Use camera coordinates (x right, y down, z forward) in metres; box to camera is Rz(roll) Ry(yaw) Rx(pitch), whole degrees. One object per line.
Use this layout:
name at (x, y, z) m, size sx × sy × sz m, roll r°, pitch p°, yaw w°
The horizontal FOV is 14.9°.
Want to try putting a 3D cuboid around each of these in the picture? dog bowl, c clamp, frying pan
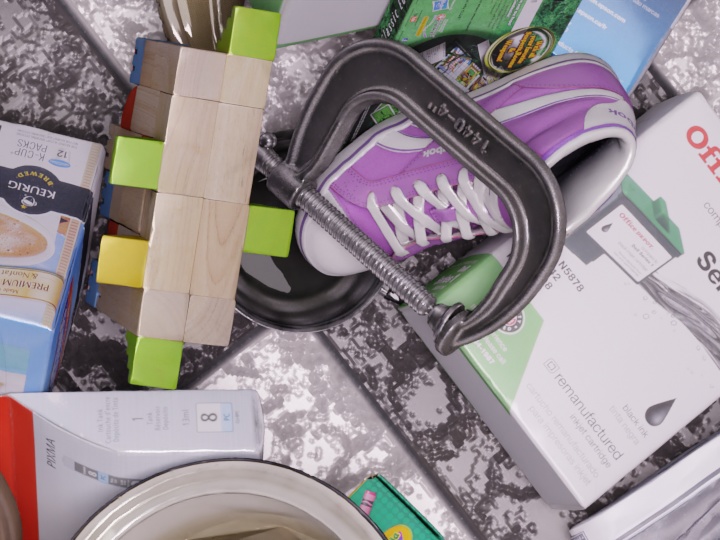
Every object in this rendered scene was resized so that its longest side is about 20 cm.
dog bowl at (-0.063, 0.200, 1.394) m, size 0.200 × 0.074 × 0.200 m, roll -3°, pitch 71°, yaw 8°
c clamp at (0.016, -0.029, 1.467) m, size 0.200 × 0.027 × 0.171 m, roll 37°, pitch 112°, yaw 26°
frying pan at (0.000, -0.017, 1.564) m, size 0.190 × 0.031 × 0.115 m, roll 7°, pitch 85°, yaw -14°

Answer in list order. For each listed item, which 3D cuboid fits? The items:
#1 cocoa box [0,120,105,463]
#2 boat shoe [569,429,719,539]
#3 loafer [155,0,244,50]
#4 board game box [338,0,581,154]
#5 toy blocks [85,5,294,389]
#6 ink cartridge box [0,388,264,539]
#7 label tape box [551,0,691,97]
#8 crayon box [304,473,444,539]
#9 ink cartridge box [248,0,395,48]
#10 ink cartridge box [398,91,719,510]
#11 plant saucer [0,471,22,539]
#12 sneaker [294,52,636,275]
cocoa box at (-0.250, -0.002, 1.468) m, size 0.200 × 0.133 × 0.131 m, roll 14°, pitch 50°, yaw -3°
boat shoe at (0.217, 0.121, 1.548) m, size 0.200 × 0.072 × 0.068 m, roll -32°, pitch 86°, yaw -5°
loafer at (-0.084, -0.188, 1.551) m, size 0.067 × 0.076 × 0.200 m, roll -9°, pitch 85°, yaw 1°
board game box at (0.058, -0.126, 1.491) m, size 0.105 × 0.200 × 0.023 m, roll -2°, pitch 57°, yaw -22°
toy blocks at (-0.101, -0.046, 1.480) m, size 0.100 × 0.137 × 0.200 m, roll 7°, pitch 96°, yaw -19°
ink cartridge box at (-0.153, 0.128, 1.473) m, size 0.200 × 0.160 × 0.047 m, roll -2°, pitch 51°, yaw -6°
label tape box at (0.138, -0.209, 1.579) m, size 0.143 × 0.066 × 0.200 m, roll 33°, pitch 81°, yaw 0°
crayon box at (-0.034, 0.211, 1.488) m, size 0.200 × 0.119 × 0.058 m, roll -44°, pitch 70°, yaw -8°
ink cartridge box at (-0.013, -0.235, 1.495) m, size 0.145 × 0.088 × 0.200 m, roll -14°, pitch 63°, yaw -21°
ink cartridge box at (0.147, 0.016, 1.536) m, size 0.200 × 0.084 × 0.146 m, roll -39°, pitch 94°, yaw -11°
plant saucer at (-0.272, 0.114, 1.452) m, size 0.200 × 0.200 × 0.029 m, roll 30°, pitch 49°, yaw -1°
sneaker at (0.055, -0.042, 1.482) m, size 0.200 × 0.114 × 0.073 m, roll -30°, pitch 119°, yaw 11°
